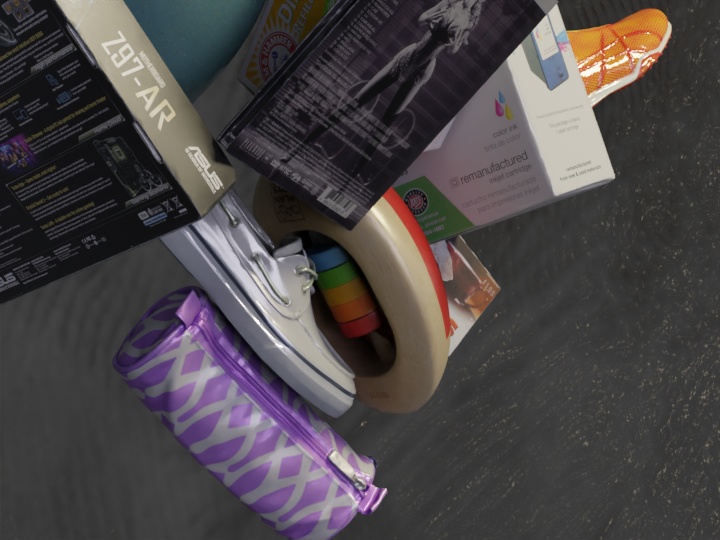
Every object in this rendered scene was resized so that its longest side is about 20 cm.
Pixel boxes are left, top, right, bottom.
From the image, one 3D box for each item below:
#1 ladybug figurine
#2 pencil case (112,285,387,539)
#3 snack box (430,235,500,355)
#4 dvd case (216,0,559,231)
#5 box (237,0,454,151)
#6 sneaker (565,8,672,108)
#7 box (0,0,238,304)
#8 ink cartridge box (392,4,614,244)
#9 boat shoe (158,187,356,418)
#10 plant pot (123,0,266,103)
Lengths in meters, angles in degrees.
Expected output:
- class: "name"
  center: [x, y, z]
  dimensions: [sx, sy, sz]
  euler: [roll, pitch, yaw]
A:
- class: "ladybug figurine"
  center: [0.000, 0.000, 0.999]
  dimensions: [0.072, 0.135, 0.202]
  euler: [-41, 115, -39]
- class: "pencil case"
  center: [-0.072, 0.099, 0.974]
  dimensions: [0.200, 0.085, 0.084]
  euler: [45, 59, -21]
- class: "snack box"
  center: [0.021, -0.033, 1.074]
  dimensions: [0.072, 0.024, 0.200]
  euler: [-49, 112, -24]
- class: "dvd case"
  center: [0.023, -0.121, 0.851]
  dimensions: [0.200, 0.016, 0.148]
  euler: [-47, 148, 8]
- class: "box"
  center: [0.023, -0.175, 0.911]
  dimensions: [0.112, 0.101, 0.201]
  euler: [-17, 142, -47]
- class: "sneaker"
  center: [0.170, -0.163, 1.149]
  dimensions: [0.199, 0.073, 0.078]
  euler: [-35, 96, -31]
- class: "box"
  center: [-0.186, -0.077, 0.842]
  dimensions: [0.161, 0.199, 0.044]
  euler: [56, 43, -16]
- class: "ink cartridge box"
  center: [0.068, -0.131, 1.016]
  dimensions: [0.087, 0.144, 0.202]
  euler: [-17, 89, -49]
- class: "boat shoe"
  center: [-0.059, 0.006, 0.945]
  dimensions: [0.067, 0.074, 0.200]
  euler: [-42, 107, 3]
- class: "plant pot"
  center: [-0.145, -0.168, 0.895]
  dimensions: [0.198, 0.200, 0.137]
  euler: [-6, 114, -32]
